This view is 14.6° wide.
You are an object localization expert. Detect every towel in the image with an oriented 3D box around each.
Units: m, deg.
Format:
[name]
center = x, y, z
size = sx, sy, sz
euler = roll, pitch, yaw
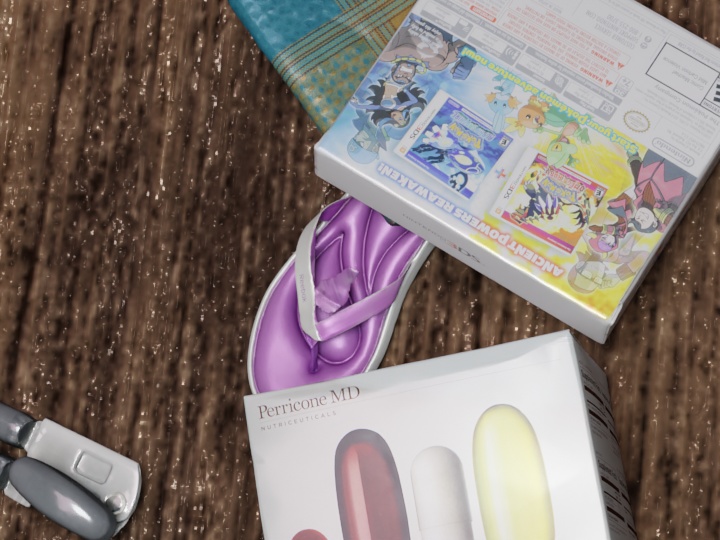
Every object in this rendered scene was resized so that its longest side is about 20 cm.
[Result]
[towel]
center = 0.023, -0.137, 1.679
size = 0.146, 0.022, 0.200
euler = -31, 72, -12

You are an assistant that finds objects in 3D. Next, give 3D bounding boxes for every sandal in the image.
[sandal]
center = -0.006, -0.003, 1.656
size = 0.082, 0.050, 0.203
euler = 28, 83, 17

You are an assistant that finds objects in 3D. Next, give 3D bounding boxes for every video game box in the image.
[video game box]
center = 0.103, -0.083, 1.623
size = 0.199, 0.047, 0.183
euler = 31, 69, 11

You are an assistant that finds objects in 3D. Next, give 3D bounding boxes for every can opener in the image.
[can opener]
center = -0.219, 0.101, 1.677
size = 0.199, 0.066, 0.053
euler = 24, 85, 22

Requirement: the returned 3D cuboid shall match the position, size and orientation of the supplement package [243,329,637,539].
[supplement package]
center = 0.055, 0.158, 1.554
size = 0.190, 0.147, 0.201
euler = -13, 76, 10
